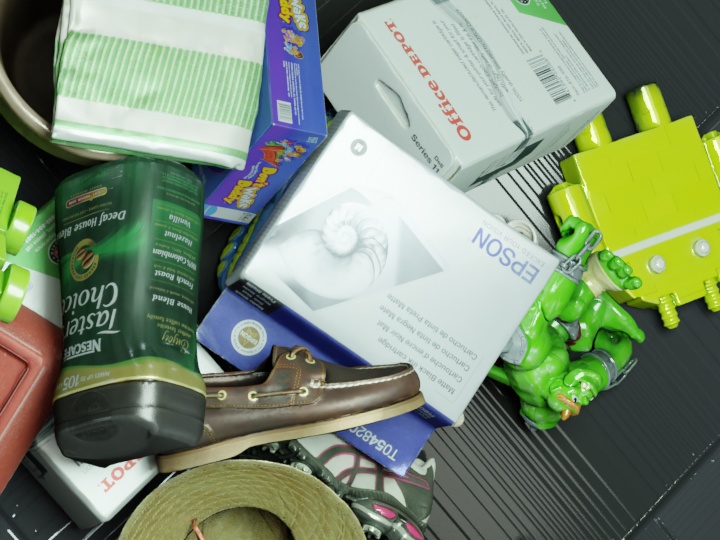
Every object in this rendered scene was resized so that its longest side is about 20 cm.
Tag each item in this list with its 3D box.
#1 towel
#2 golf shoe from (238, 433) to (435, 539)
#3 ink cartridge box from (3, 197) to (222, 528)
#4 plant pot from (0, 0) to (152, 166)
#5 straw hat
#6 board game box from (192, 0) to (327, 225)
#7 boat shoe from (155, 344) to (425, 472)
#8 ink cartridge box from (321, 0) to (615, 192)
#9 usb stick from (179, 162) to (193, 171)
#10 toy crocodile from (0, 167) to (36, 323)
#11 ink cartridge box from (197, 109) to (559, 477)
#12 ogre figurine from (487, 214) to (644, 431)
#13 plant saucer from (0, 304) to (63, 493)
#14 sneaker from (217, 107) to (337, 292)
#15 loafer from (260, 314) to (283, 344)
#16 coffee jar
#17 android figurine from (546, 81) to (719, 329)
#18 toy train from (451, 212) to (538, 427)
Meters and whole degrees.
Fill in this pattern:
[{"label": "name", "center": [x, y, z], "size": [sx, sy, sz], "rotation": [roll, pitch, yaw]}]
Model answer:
[{"label": "towel", "center": [-0.138, -0.176, 1.413], "size": [0.151, 0.023, 0.202], "rotation": [8, 77, -19]}, {"label": "golf shoe", "center": [-0.020, 0.142, 1.546], "size": [0.200, 0.077, 0.089], "rotation": [41, 60, -34]}, {"label": "ink cartridge box", "center": [-0.209, 0.068, 1.489], "size": [0.147, 0.083, 0.200], "rotation": [-44, 97, -20]}, {"label": "plant pot", "center": [-0.197, -0.161, 1.492], "size": [0.198, 0.174, 0.202], "rotation": [4, 79, -18]}, {"label": "straw hat", "center": [-0.094, 0.204, 1.507], "size": [0.199, 0.085, 0.203], "rotation": [-2, 115, -4]}, {"label": "board game box", "center": [-0.081, -0.155, 1.508], "size": [0.044, 0.134, 0.202], "rotation": [10, 59, -27]}, {"label": "boat shoe", "center": [-0.055, 0.088, 1.431], "size": [0.198, 0.070, 0.071], "rotation": [-12, 92, -6]}, {"label": "ink cartridge box", "center": [0.081, -0.146, 1.590], "size": [0.199, 0.083, 0.147], "rotation": [-24, 76, -42]}, {"label": "usb stick", "center": [-0.137, -0.095, 1.570], "size": [0.055, 0.033, 0.200], "rotation": [46, 65, 0]}, {"label": "toy crocodile", "center": [-0.264, -0.010, 1.382], "size": [0.067, 0.062, 0.201], "rotation": [23, 31, -19]}, {"label": "ink cartridge box", "center": [0.012, 0.020, 1.476], "size": [0.199, 0.041, 0.201], "rotation": [34, 88, -12]}, {"label": "ogre figurine", "center": [0.159, 0.054, 1.588], "size": [0.098, 0.200, 0.120], "rotation": [39, 76, 12]}, {"label": "plant saucer", "center": [-0.322, 0.086, 1.394], "size": [0.199, 0.037, 0.201], "rotation": [32, 88, -6]}, {"label": "sneaker", "center": [-0.038, -0.049, 1.593], "size": [0.083, 0.071, 0.201], "rotation": [37, 72, -24]}, {"label": "loafer", "center": [0.000, 0.000, 1.528], "size": [0.199, 0.071, 0.074], "rotation": [-27, 95, -23]}, {"label": "coffee jar", "center": [-0.158, 0.030, 1.387], "size": [0.085, 0.104, 0.202], "rotation": [24, 57, -51]}, {"label": "android figurine", "center": [0.244, -0.052, 1.702], "size": [0.181, 0.041, 0.202], "rotation": [-17, 85, -21]}, {"label": "toy train", "center": [0.049, 0.025, 1.615], "size": [0.150, 0.056, 0.201], "rotation": [38, 72, -15]}]
